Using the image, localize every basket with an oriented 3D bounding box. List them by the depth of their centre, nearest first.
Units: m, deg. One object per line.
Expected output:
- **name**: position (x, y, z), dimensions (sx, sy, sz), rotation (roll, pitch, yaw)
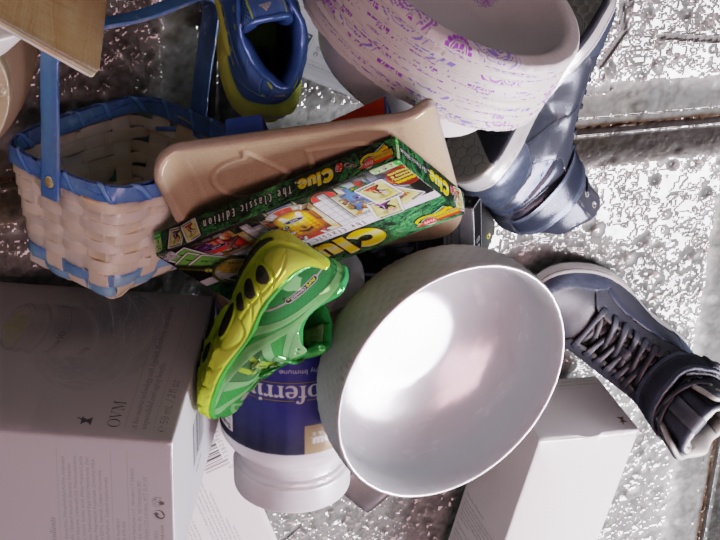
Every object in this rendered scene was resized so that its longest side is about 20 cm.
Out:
- **basket**: position (-0.172, -0.094, 1.658), dimensions (0.176, 0.139, 0.201), rotation (-21, 130, -49)

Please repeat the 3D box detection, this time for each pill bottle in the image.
- **pill bottle**: position (-0.054, 0.081, 1.778), dimensions (0.115, 0.116, 0.201), rotation (-9, 121, -16)

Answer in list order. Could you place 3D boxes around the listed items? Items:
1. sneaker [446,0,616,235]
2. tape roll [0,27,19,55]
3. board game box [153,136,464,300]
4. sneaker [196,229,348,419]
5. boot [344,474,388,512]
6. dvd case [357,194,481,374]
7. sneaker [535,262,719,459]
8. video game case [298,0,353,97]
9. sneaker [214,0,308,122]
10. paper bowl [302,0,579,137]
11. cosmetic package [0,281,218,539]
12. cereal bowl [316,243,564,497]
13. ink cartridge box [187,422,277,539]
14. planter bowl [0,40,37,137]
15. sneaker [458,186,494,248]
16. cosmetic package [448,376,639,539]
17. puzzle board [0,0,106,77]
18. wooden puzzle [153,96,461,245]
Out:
- **sneaker**: position (0.159, -0.123, 1.825), dimensions (0.203, 0.077, 0.146), rotation (-55, 137, -6)
- **tape roll**: position (-0.293, -0.230, 1.518), dimensions (0.202, 0.204, 0.037), rotation (28, 136, -32)
- **board game box**: position (-0.036, -0.034, 1.619), dimensions (0.199, 0.024, 0.105), rotation (-21, 153, 24)
- **sneaker**: position (-0.066, 0.052, 1.644), dimensions (0.083, 0.074, 0.200), rotation (18, 141, -13)
- **boot**: position (0.020, 0.084, 1.907), dimensions (0.200, 0.069, 0.188), rotation (-46, 115, 4)
- **dvd case**: position (0.000, 0.000, 1.794), dimensions (0.199, 0.025, 0.151), rotation (8, 120, 20)
- **sneaker**: position (0.234, 0.078, 1.926), dimensions (0.202, 0.146, 0.077), rotation (29, 108, -31)
- **video game case**: position (0.014, -0.220, 1.745), dimensions (0.199, 0.023, 0.182), rotation (20, 112, -28)
- **sneaker**: position (-0.072, -0.209, 1.625), dimensions (0.075, 0.105, 0.201), rotation (-15, 91, -16)
- **paper bowl**: position (0.050, -0.175, 1.650), dimensions (0.200, 0.201, 0.105), rotation (15, 125, -28)
- **cosmetic package**: position (-0.219, 0.111, 1.711), dimensions (0.199, 0.200, 0.124), rotation (3, 121, 4)
- **cereal bowl**: position (0.049, 0.065, 1.710), dimensions (0.199, 0.083, 0.201), rotation (-17, 126, -25)
- **ink cartridge box**: position (-0.173, 0.210, 1.920), dimensions (0.175, 0.045, 0.201), rotation (-25, 125, -6)
- **planter bowl**: position (-0.316, -0.146, 1.595), dimensions (0.199, 0.135, 0.201), rotation (-9, 122, -15)
- **sneaker**: position (0.079, 0.020, 1.858), dimensions (0.106, 0.075, 0.201), rotation (-31, 113, -14)
- **cosmetic package**: position (0.156, 0.198, 1.999), dimensions (0.107, 0.085, 0.201), rotation (-1, 124, -28)
- **puzzle board**: position (-0.234, -0.238, 1.544), dimensions (0.150, 0.201, 0.017), rotation (28, 135, -31)
- **wooden puzzle**: position (-0.035, -0.066, 1.630), dimensions (0.199, 0.047, 0.185), rotation (-11, 154, 5)
